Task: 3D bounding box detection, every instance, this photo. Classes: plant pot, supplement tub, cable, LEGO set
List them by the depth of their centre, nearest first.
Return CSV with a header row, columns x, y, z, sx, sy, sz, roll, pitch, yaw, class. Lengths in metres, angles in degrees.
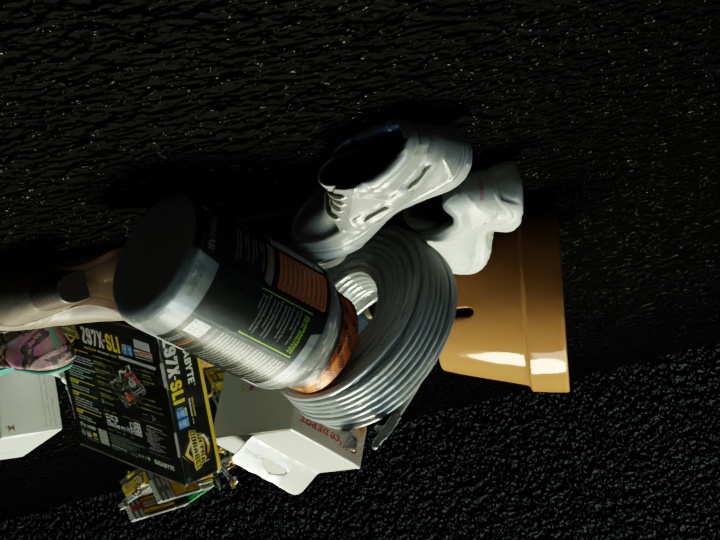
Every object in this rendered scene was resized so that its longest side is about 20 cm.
x,y,z,sx,sy,sz,roll,pitch,yaw,class
-0.104,0.026,1.250,0.200,0.123,0.122,31,143,-34,supplement tub
-0.002,0.050,1.351,0.069,0.200,0.200,38,177,-37,cable
0.154,0.036,1.573,0.139,0.201,0.200,-4,170,9,plant pot
-0.224,0.205,1.694,0.199,0.155,0.116,-27,169,32,LEGO set

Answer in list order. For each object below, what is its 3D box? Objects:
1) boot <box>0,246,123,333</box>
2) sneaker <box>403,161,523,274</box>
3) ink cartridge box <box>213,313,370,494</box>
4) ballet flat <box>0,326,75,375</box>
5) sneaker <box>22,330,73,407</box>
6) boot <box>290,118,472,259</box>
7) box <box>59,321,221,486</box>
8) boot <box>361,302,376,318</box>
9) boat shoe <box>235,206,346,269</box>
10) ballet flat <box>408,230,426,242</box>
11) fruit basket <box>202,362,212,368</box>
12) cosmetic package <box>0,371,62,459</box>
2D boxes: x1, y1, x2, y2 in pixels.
x,y,z,sx,sy,sz,roll,pitch,yaw,class
-0.283,0.022,1.377,0.146,0.071,0.200,-11,174,35,boot
0.084,-0.052,1.389,0.099,0.078,0.200,-1,158,-13,sneaker
-0.071,0.140,1.629,0.125,0.201,0.128,-13,147,38,ink cartridge box
-0.359,0.075,1.487,0.069,0.072,0.200,-17,-176,-38,ballet flat
-0.330,0.111,1.601,0.199,0.116,0.073,-20,168,40,sneaker
-0.008,-0.073,1.200,0.200,0.074,0.095,-31,154,34,boot
-0.227,0.115,1.439,0.049,0.161,0.199,-21,-160,-39,box
0.103,0.011,1.707,0.199,0.067,0.175,-10,180,-8,boot
-0.110,-0.023,1.340,0.199,0.074,0.067,-18,148,0,boat shoe
0.000,0.000,1.490,0.199,0.068,0.067,-9,-162,-27,ballet flat
-0.214,0.092,1.758,0.184,0.094,0.200,-9,152,-16,fruit basket
-0.435,0.165,1.761,0.081,0.114,0.200,-5,168,-30,cosmetic package
